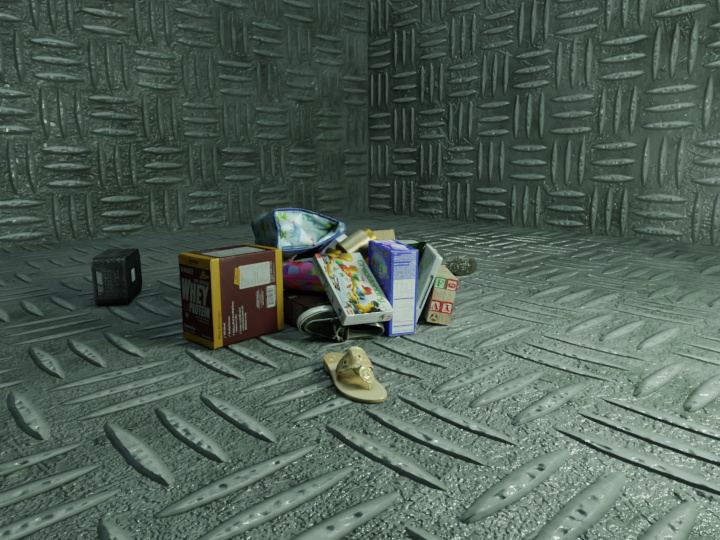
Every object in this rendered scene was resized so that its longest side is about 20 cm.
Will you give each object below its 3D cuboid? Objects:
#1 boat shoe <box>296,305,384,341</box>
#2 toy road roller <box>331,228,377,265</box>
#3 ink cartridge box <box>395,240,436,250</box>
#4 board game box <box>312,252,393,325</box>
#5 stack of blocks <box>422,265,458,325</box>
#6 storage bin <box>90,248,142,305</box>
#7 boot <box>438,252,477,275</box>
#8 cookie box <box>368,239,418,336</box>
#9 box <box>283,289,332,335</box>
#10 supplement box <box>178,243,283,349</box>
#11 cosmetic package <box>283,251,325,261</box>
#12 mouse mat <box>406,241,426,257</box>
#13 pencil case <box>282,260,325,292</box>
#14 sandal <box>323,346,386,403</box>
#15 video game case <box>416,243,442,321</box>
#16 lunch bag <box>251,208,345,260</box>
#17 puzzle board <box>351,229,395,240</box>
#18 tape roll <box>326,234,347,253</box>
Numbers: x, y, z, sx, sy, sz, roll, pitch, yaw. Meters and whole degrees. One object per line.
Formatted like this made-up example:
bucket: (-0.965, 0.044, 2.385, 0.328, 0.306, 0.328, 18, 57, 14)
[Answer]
boat shoe: (-0.044, 0.123, 1.256, 0.197, 0.072, 0.064, -3, 35, -12)
toy road roller: (0.000, 0.000, 1.494, 0.122, 0.146, 0.201, -35, -17, -22)
ink cartridge box: (0.159, -0.010, 1.722, 0.082, 0.147, 0.200, -2, 12, -16)
board game box: (-0.020, 0.038, 1.287, 0.125, 0.035, 0.201, -3, 45, -31)
stack of blocks: (0.198, 0.056, 1.451, 0.058, 0.117, 0.200, 9, 11, -3)
storage bin: (-0.719, 0.015, 1.649, 0.092, 0.137, 0.200, -2, 11, -10)
boot: (0.319, -0.027, 2.038, 0.179, 0.074, 0.200, 1, 4, -2)
cookie box: (0.075, 0.037, 1.350, 0.074, 0.203, 0.171, -2, 12, -17)
box: (-0.132, 0.097, 1.391, 0.099, 0.076, 0.199, -9, 16, -36)
supplement box: (-0.297, 0.052, 1.293, 0.132, 0.201, 0.199, 9, 14, 41)
cosmetic package: (-0.204, 0.002, 1.624, 0.197, 0.168, 0.165, -3, 12, -8)
mouse mat: (0.100, 0.009, 1.536, 0.007, 0.202, 0.160, 36, -19, -21)
pencil case: (-0.144, 0.014, 1.412, 0.197, 0.090, 0.088, 1, 11, 23)
sandal: (-0.019, 0.171, 1.021, 0.077, 0.071, 0.211, -5, 12, -24)
video game case: (0.154, 0.033, 1.434, 0.022, 0.185, 0.200, 21, 10, -4)
lunch bag: (-0.160, -0.092, 1.437, 0.198, 0.130, 0.169, -7, 0, -33)
puzzle board: (0.052, -0.016, 1.645, 0.149, 0.203, 0.017, -7, -5, -34)
tape roll: (-0.059, -0.031, 1.706, 0.037, 0.205, 0.202, -35, 28, -27)
